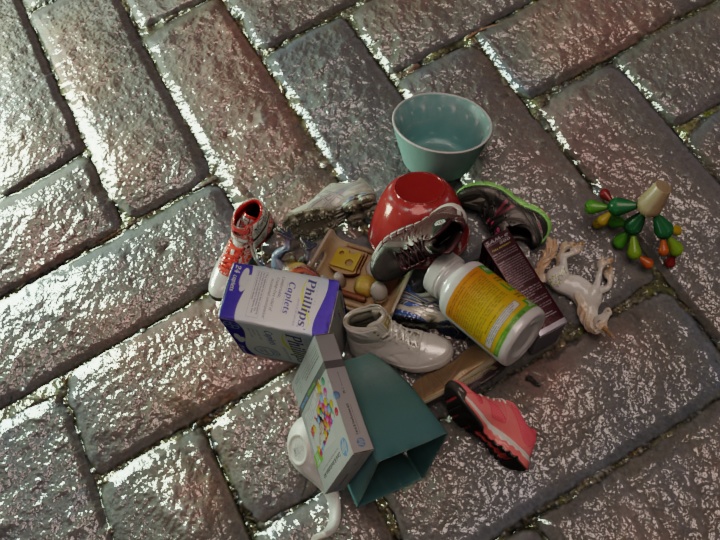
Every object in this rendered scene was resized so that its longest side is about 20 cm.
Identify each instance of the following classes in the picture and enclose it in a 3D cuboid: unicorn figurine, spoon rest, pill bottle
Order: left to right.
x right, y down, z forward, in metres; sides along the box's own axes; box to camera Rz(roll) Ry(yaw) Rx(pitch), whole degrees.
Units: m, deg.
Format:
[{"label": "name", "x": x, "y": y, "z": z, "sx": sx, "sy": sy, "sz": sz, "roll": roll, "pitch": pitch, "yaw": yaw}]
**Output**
[{"label": "spoon rest", "x": -0.076, "y": 0.350, "z": 1.212, "sx": 0.099, "sy": 0.060, "sz": 0.205, "roll": -32, "pitch": 64, "yaw": 37}, {"label": "pill bottle", "x": 0.203, "y": 0.056, "z": 1.202, "sx": 0.111, "sy": 0.112, "sz": 0.199, "roll": -43, "pitch": 61, "yaw": -13}, {"label": "unicorn figurine", "x": 0.410, "y": 0.030, "z": 1.305, "sx": 0.198, "sy": 0.074, "sz": 0.139, "roll": 29, "pitch": 82, "yaw": 31}]

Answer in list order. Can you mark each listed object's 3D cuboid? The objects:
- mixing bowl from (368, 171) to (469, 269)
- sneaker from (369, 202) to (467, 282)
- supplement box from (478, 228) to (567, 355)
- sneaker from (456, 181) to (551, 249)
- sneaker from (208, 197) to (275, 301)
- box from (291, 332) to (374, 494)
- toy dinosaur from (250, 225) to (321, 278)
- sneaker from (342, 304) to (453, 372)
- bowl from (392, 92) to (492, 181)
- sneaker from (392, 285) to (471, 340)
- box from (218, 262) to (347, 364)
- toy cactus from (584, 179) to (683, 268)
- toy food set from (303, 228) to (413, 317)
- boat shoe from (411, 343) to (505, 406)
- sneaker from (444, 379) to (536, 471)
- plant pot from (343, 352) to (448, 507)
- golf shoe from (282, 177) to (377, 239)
[{"label": "mixing bowl", "x": 0.109, "y": -0.112, "z": 1.329, "sx": 0.194, "sy": 0.110, "sz": 0.203, "roll": -2, "pitch": 43, "yaw": 2}, {"label": "sneaker", "x": 0.097, "y": -0.039, "z": 1.208, "sx": 0.198, "sy": 0.116, "sz": 0.076, "roll": -37, "pitch": 103, "yaw": 11}, {"label": "supplement box", "x": 0.288, "y": 0.039, "z": 1.285, "sx": 0.060, "sy": 0.109, "sz": 0.203, "roll": -26, "pitch": 68, "yaw": -7}, {"label": "sneaker", "x": 0.269, "y": -0.106, "z": 1.366, "sx": 0.196, "sy": 0.077, "sz": 0.085, "roll": 26, "pitch": 68, "yaw": 16}, {"label": "sneaker", "x": -0.241, "y": -0.046, "z": 1.370, "sx": 0.066, "sy": 0.108, "sz": 0.204, "roll": 28, "pitch": 73, "yaw": 16}, {"label": "box", "x": -0.050, "y": 0.229, "z": 1.136, "sx": 0.040, "sy": 0.157, "sz": 0.203, "roll": -6, "pitch": 57, "yaw": -27}, {"label": "toy dinosaur", "x": -0.158, "y": 0.008, "z": 1.307, "sx": 0.103, "sy": 0.184, "sz": 0.202, "roll": 16, "pitch": 31, "yaw": -22}, {"label": "sneaker", "x": 0.063, "y": 0.118, "z": 1.247, "sx": 0.194, "sy": 0.117, "sz": 0.075, "roll": 3, "pitch": 56, "yaw": 16}, {"label": "bowl", "x": 0.155, "y": -0.251, "z": 1.402, "sx": 0.195, "sy": 0.107, "sz": 0.204, "roll": 2, "pitch": 45, "yaw": -2}, {"label": "sneaker", "x": 0.156, "y": 0.068, "z": 1.305, "sx": 0.194, "sy": 0.078, "sz": 0.087, "roll": 10, "pitch": 64, "yaw": 9}, {"label": "box", "x": -0.129, "y": 0.087, "z": 1.263, "sx": 0.194, "sy": 0.185, "sz": 0.107, "roll": 9, "pitch": 66, "yaw": 9}, {"label": "toy cactus", "x": 0.518, "y": -0.099, "z": 1.300, "sx": 0.198, "sy": 0.167, "sz": 0.102, "roll": 37, "pitch": 54, "yaw": 14}, {"label": "toy food set", "x": 0.000, "y": 0.000, "z": 1.331, "sx": 0.195, "sy": 0.061, "sz": 0.145, "roll": 16, "pitch": 58, "yaw": 20}, {"label": "boat shoe", "x": 0.170, "y": 0.198, "z": 1.252, "sx": 0.198, "sy": 0.065, "sz": 0.072, "roll": -34, "pitch": 24, "yaw": 3}, {"label": "sneaker", "x": 0.223, "y": 0.247, "z": 1.212, "sx": 0.200, "sy": 0.074, "sz": 0.087, "roll": 45, "pitch": 61, "yaw": -7}, {"label": "plant pot", "x": 0.020, "y": 0.252, "z": 1.190, "sx": 0.138, "sy": 0.143, "sz": 0.202, "roll": -12, "pitch": 50, "yaw": -31}, {"label": "golf shoe", "x": -0.065, "y": -0.128, "z": 1.420, "sx": 0.195, "sy": 0.079, "sz": 0.099, "roll": -14, "pitch": 48, "yaw": -6}]
